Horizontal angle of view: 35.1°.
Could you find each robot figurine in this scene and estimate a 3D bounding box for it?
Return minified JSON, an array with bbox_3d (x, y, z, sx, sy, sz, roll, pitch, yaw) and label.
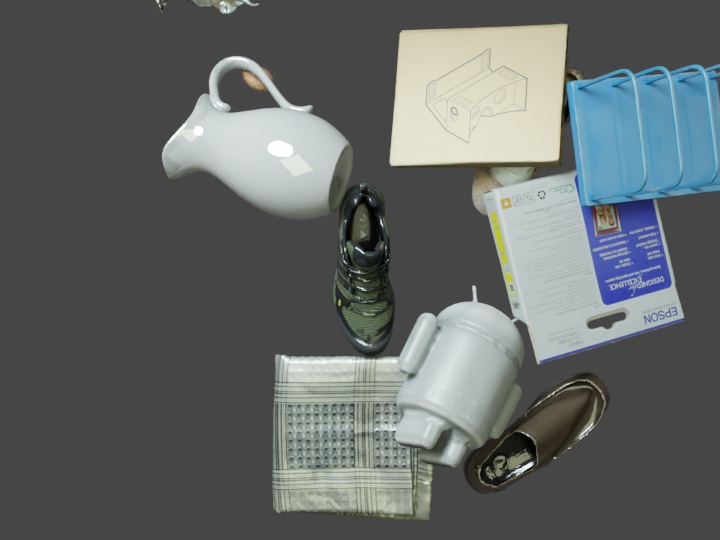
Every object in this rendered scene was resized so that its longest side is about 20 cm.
[{"bbox_3d":[0.115,0.121,1.289,0.169,0.112,0.201,39,68,-28],"label":"robot figurine"}]

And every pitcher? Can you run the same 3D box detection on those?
[{"bbox_3d":[-0.105,-0.155,1.317,0.198,0.121,0.173,17,76,13],"label":"pitcher"}]

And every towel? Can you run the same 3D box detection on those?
[{"bbox_3d":[-0.006,0.197,1.348,0.197,0.035,0.195,2,90,2],"label":"towel"}]

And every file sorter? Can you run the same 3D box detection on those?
[{"bbox_3d":[0.349,-0.155,1.254,0.198,0.122,0.141,-7,90,-21],"label":"file sorter"}]

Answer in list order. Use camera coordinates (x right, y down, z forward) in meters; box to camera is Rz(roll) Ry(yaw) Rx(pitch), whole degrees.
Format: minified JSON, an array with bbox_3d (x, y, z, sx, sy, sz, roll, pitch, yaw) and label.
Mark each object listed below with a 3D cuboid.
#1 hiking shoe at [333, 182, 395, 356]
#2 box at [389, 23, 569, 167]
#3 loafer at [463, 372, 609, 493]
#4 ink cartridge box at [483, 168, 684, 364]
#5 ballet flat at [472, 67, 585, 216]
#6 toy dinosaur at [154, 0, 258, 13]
[{"bbox_3d":[0.000,0.000,1.312,0.075,0.101,0.203,-5,90,3],"label":"hiking shoe"},{"bbox_3d":[0.135,-0.198,1.303,0.197,0.021,0.166,2,78,18],"label":"box"},{"bbox_3d":[0.209,0.196,1.321,0.200,0.071,0.073,-40,89,2],"label":"loafer"},{"bbox_3d":[0.257,-0.015,1.308,0.195,0.047,0.203,-14,93,-16],"label":"ink cartridge box"},{"bbox_3d":[0.193,-0.153,1.320,0.068,0.067,0.201,32,92,1],"label":"ballet flat"},{"bbox_3d":[-0.210,-0.369,1.342,0.102,0.077,0.201,-29,84,-10],"label":"toy dinosaur"}]
